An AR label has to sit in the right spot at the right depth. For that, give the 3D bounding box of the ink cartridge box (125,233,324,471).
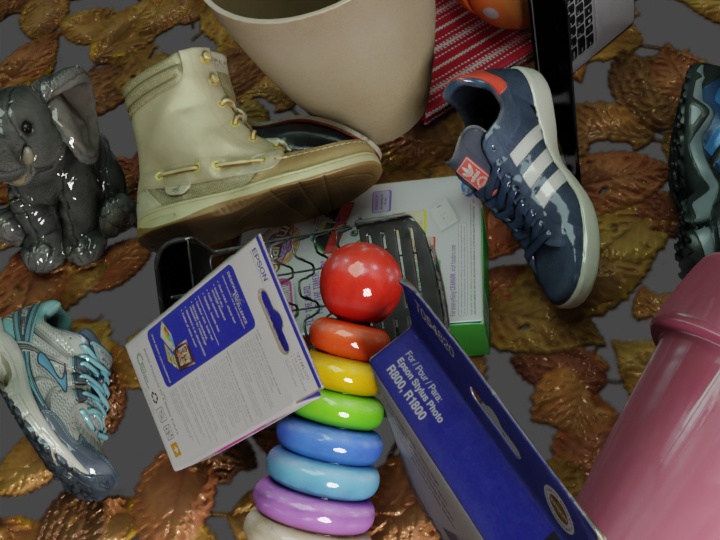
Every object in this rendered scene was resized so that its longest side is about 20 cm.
[{"bbox_3d":[-0.081,0.055,0.698,0.037,0.200,0.095,-17,79,-37],"label":"ink cartridge box"}]

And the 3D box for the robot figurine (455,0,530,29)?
[{"bbox_3d":[0.117,-0.296,1.024,0.116,0.144,0.200,-31,50,-14],"label":"robot figurine"}]

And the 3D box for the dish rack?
[{"bbox_3d":[-0.038,0.041,0.785,0.198,0.055,0.155,-9,88,16],"label":"dish rack"}]

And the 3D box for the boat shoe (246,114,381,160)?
[{"bbox_3d":[-0.079,-0.093,0.956,0.198,0.071,0.063,8,61,20],"label":"boat shoe"}]

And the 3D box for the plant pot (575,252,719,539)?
[{"bbox_3d":[0.216,0.120,0.626,0.179,0.200,0.200,-47,53,-6],"label":"plant pot"}]

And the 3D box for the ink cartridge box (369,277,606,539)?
[{"bbox_3d":[0.070,0.134,0.634,0.040,0.201,0.200,-27,48,-10],"label":"ink cartridge box"}]

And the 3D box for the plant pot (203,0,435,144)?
[{"bbox_3d":[-0.011,-0.201,0.918,0.186,0.200,0.189,-10,54,15],"label":"plant pot"}]

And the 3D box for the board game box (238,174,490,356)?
[{"bbox_3d":[0.000,0.000,0.874,0.198,0.040,0.154,-5,49,12],"label":"board game box"}]

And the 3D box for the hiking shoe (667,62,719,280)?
[{"bbox_3d":[0.281,-0.071,0.847,0.086,0.075,0.202,2,60,7],"label":"hiking shoe"}]

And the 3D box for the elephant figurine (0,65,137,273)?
[{"bbox_3d":[-0.270,-0.106,0.931,0.141,0.201,0.155,-37,51,-17],"label":"elephant figurine"}]

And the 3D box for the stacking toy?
[{"bbox_3d":[-0.014,0.082,0.715,0.085,0.085,0.202,13,91,25],"label":"stacking toy"}]

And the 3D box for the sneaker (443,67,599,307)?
[{"bbox_3d":[0.110,-0.063,0.832,0.084,0.075,0.201,0,59,-25],"label":"sneaker"}]

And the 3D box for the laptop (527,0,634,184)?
[{"bbox_3d":[0.194,-0.204,0.897,0.200,0.188,0.116,-40,52,-19],"label":"laptop"}]

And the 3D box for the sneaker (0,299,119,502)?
[{"bbox_3d":[-0.222,0.085,0.840,0.086,0.078,0.200,-32,50,-17],"label":"sneaker"}]

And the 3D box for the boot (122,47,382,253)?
[{"bbox_3d":[-0.091,-0.110,0.893,0.198,0.073,0.157,-16,67,9],"label":"boot"}]

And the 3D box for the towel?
[{"bbox_3d":[0.057,-0.222,1.062,0.144,0.023,0.200,-33,52,-16],"label":"towel"}]
